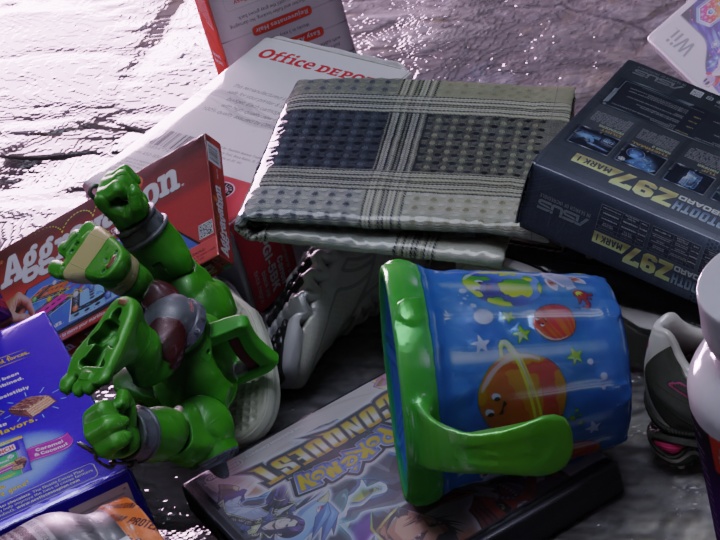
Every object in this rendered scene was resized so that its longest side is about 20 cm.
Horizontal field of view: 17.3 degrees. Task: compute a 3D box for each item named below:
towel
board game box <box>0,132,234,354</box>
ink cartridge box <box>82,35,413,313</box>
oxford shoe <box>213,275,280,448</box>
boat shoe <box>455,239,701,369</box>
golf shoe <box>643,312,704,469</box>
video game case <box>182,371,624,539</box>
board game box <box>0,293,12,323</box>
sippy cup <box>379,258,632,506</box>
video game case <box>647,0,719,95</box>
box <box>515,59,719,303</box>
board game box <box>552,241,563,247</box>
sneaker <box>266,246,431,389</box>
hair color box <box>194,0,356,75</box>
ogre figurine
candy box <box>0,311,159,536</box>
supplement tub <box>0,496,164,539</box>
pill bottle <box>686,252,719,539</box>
[{"bbox_3d":[0.036,-0.066,1.506,0.200,0.035,0.193,3,32,10],"label":"towel"},{"bbox_3d":[-0.171,-0.004,1.566,0.200,0.019,0.103,-28,48,24],"label":"board game box"},{"bbox_3d":[-0.068,-0.069,1.656,0.147,0.083,0.200,17,46,39],"label":"ink cartridge box"},{"bbox_3d":[-0.091,0.049,1.514,0.075,0.058,0.200,-44,38,4],"label":"oxford shoe"},{"bbox_3d":[0.151,0.015,1.440,0.200,0.074,0.060,16,57,35],"label":"boat shoe"},{"bbox_3d":[0.251,0.071,1.313,0.200,0.088,0.077,1,35,22],"label":"golf shoe"},{"bbox_3d":[0.022,0.126,1.383,0.200,0.026,0.181,-28,35,-18],"label":"video game case"},{"bbox_3d":[-0.326,0.064,1.524,0.200,0.032,0.120,-31,-3,1],"label":"board game box"},{"bbox_3d":[0.082,0.056,1.331,0.130,0.140,0.178,-6,58,-3],"label":"sippy cup"},{"bbox_3d":[0.300,-0.180,1.552,0.200,0.018,0.143,-41,43,5],"label":"video game case"},{"bbox_3d":[0.214,-0.041,1.415,0.200,0.051,0.158,23,36,16],"label":"box"},{"bbox_3d":[0.211,-0.043,1.543,0.134,0.034,0.200,-32,36,-22],"label":"board game box"},{"bbox_3d":[0.000,0.000,1.540,0.081,0.075,0.200,32,58,-7],"label":"sneaker"},{"bbox_3d":[-0.071,-0.207,1.753,0.101,0.200,0.061,-23,33,-10],"label":"hair color box"},{"bbox_3d":[-0.117,0.044,1.404,0.098,0.120,0.200,-41,39,11],"label":"ogre figurine"},{"bbox_3d":[-0.231,0.128,1.442,0.169,0.077,0.200,-24,35,-10],"label":"candy box"},{"bbox_3d":[-0.189,0.209,1.263,0.200,0.123,0.123,-29,35,-18],"label":"supplement tub"},{"bbox_3d":[0.226,0.084,1.199,0.111,0.200,0.111,-12,33,8],"label":"pill bottle"}]
